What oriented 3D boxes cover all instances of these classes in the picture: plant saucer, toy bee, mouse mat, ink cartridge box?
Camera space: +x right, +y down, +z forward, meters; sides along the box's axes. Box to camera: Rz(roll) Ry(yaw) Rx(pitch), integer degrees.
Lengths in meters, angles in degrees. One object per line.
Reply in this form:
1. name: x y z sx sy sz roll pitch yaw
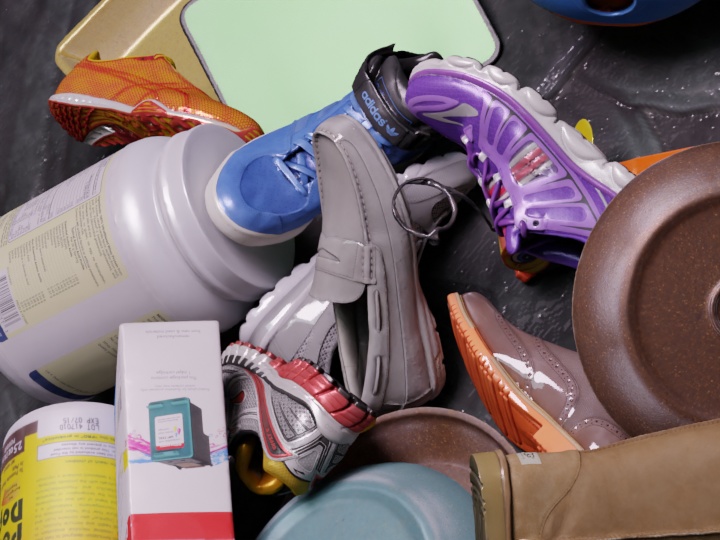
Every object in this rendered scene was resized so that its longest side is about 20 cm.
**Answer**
1. plant saucer: -0.112 -0.175 1.884 0.200 0.048 0.200 -45 48 1
2. toy bee: 0.130 -0.038 1.614 0.199 0.109 0.131 13 66 9
3. mouse mat: -0.016 -0.171 1.792 0.199 0.008 0.161 -29 74 5
4. plant saucer: 0.029 0.185 1.563 0.200 0.037 0.201 -17 54 24
5. plant saucer: -0.009 0.202 1.522 0.199 0.036 0.201 -17 54 25
6. ink cartridge box: -0.119 0.146 1.576 0.067 0.116 0.201 -1 58 -8
7. plant saucer: 0.224 0.023 1.465 0.199 0.037 0.202 0 89 4

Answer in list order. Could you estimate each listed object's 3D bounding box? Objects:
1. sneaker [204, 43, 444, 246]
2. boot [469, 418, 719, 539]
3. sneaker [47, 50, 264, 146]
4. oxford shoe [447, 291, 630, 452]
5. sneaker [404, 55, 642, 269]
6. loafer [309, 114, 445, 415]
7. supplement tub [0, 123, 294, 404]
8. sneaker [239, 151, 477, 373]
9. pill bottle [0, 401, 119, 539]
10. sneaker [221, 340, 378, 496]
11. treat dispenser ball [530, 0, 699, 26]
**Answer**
1. sneaker: -0.011 -0.090 1.664 0.077 0.199 0.111 56 141 12
2. boot: 0.167 0.174 1.432 0.199 0.176 0.066 -5 15 -4
3. sneaker: -0.143 -0.123 1.795 0.199 0.073 0.077 18 64 37
4. oxford shoe: 0.122 0.077 1.569 0.073 0.071 0.200 -30 53 -10
5. sneaker: 0.099 -0.056 1.524 0.200 0.081 0.083 40 78 18
6. loafer: 0.000 0.000 1.609 0.070 0.201 0.070 -21 13 -23
7. supplement tub: -0.160 -0.005 1.730 0.199 0.145 0.146 -26 50 28
8. sneaker: 0.013 0.003 1.692 0.200 0.075 0.082 -45 82 -4
9. pill bottle: -0.187 0.197 1.661 0.109 0.109 0.201 -20 53 22
10. sneaker: -0.063 0.099 1.617 0.082 0.078 0.200 -53 15 -11
11. treat dispenser ball: 0.169 -0.262 1.648 0.200 0.201 0.202 -17 54 25
